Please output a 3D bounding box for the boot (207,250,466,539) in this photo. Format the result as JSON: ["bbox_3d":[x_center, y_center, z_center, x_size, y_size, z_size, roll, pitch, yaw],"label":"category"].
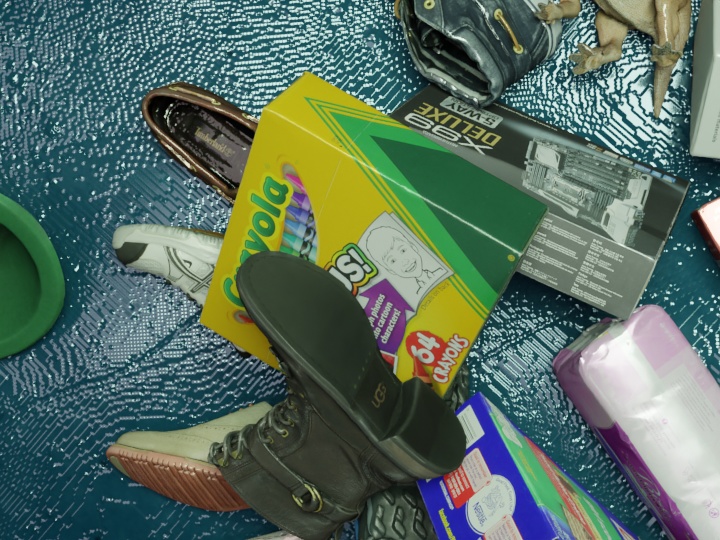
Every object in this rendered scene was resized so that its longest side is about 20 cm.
[{"bbox_3d":[-0.046,0.096,0.804,0.200,0.069,0.174,48,133,-10],"label":"boot"}]

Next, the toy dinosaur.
[{"bbox_3d":[0.188,-0.213,0.876,0.086,0.136,0.200,-22,114,46],"label":"toy dinosaur"}]

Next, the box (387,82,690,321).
[{"bbox_3d":[0.111,-0.055,0.840,0.200,0.158,0.050,25,118,12],"label":"box"}]

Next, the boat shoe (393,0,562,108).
[{"bbox_3d":[0.047,-0.206,0.879,0.200,0.071,0.091,42,56,5],"label":"boat shoe"}]

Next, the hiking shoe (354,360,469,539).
[{"bbox_3d":[0.026,0.129,0.907,0.074,0.087,0.200,16,70,-13],"label":"hiking shoe"}]

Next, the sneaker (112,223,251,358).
[{"bbox_3d":[-0.096,0.019,0.924,0.200,0.076,0.088,14,95,10],"label":"sneaker"}]

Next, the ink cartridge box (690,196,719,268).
[{"bbox_3d":[0.328,0.020,0.859,0.116,0.067,0.200,-28,85,9],"label":"ink cartridge box"}]

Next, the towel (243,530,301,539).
[{"bbox_3d":[-0.111,0.308,0.955,0.200,0.032,0.191,-13,88,9],"label":"towel"}]

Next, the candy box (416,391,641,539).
[{"bbox_3d":[0.135,0.198,0.806,0.077,0.169,0.200,-41,115,9],"label":"candy box"}]

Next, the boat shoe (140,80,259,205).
[{"bbox_3d":[-0.075,-0.073,0.922,0.200,0.070,0.070,29,95,6],"label":"boat shoe"}]

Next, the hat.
[{"bbox_3d":[-0.315,-0.056,0.988,0.165,0.176,0.200,-16,126,7],"label":"hat"}]

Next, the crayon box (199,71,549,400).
[{"bbox_3d":[0.000,0.000,0.793,0.172,0.058,0.200,29,134,7],"label":"crayon box"}]

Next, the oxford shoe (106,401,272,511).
[{"bbox_3d":[-0.094,0.138,0.942,0.200,0.071,0.074,5,56,16],"label":"oxford shoe"}]

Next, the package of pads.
[{"bbox_3d":[0.216,0.121,0.843,0.076,0.121,0.200,-34,85,-2],"label":"package of pads"}]

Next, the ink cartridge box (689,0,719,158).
[{"bbox_3d":[0.323,-0.136,0.811,0.200,0.145,0.083,8,134,8],"label":"ink cartridge box"}]
